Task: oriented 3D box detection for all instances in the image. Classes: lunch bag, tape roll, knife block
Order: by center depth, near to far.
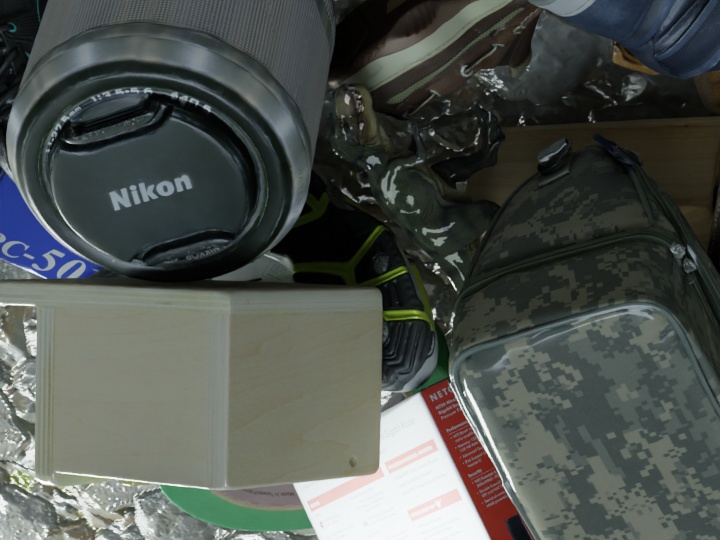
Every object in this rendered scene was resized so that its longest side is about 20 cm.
[{"bbox_3d":[0.141,0.048,1.306,0.139,0.168,0.201,-21,119,20],"label":"lunch bag"},{"bbox_3d":[0.180,-0.050,1.385,0.199,0.064,0.176,24,147,-12],"label":"knife block"},{"bbox_3d":[-0.036,0.089,1.536,0.199,0.048,0.201,-8,141,-7],"label":"tape roll"}]

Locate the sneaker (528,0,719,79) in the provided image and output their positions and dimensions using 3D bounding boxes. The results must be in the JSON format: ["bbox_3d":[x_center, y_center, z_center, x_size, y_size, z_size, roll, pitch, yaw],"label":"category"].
[{"bbox_3d":[0.185,-0.197,1.254,0.146,0.077,0.203,27,95,-29],"label":"sneaker"}]

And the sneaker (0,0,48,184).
[{"bbox_3d":[-0.189,-0.103,1.383,0.075,0.079,0.200,-35,101,11],"label":"sneaker"}]

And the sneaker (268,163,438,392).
[{"bbox_3d":[0.000,0.000,1.414,0.075,0.200,0.076,-47,135,13],"label":"sneaker"}]

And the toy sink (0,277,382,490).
[{"bbox_3d":[-0.104,0.062,1.346,0.199,0.130,0.113,2,91,38],"label":"toy sink"}]

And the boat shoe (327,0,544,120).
[{"bbox_3d":[0.071,-0.145,1.349,0.075,0.075,0.202,36,137,-29],"label":"boat shoe"}]

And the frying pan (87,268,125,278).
[{"bbox_3d":[-0.110,0.036,1.455,0.189,0.116,0.031,-29,157,21],"label":"frying pan"}]

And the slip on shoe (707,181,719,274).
[{"bbox_3d":[0.226,0.008,1.336,0.075,0.061,0.200,6,147,9],"label":"slip on shoe"}]

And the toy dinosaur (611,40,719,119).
[{"bbox_3d":[0.192,-0.130,1.348,0.105,0.061,0.201,3,131,3],"label":"toy dinosaur"}]

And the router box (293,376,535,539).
[{"bbox_3d":[0.049,0.165,1.419,0.180,0.049,0.200,65,151,4],"label":"router box"}]

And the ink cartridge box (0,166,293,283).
[{"bbox_3d":[-0.132,-0.019,1.497,0.199,0.044,0.094,25,128,-14],"label":"ink cartridge box"}]

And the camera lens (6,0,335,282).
[{"bbox_3d":[-0.097,-0.106,1.313,0.159,0.201,0.161,4,132,4],"label":"camera lens"}]

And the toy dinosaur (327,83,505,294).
[{"bbox_3d":[0.059,-0.035,1.366,0.088,0.047,0.201,-37,101,-10],"label":"toy dinosaur"}]
